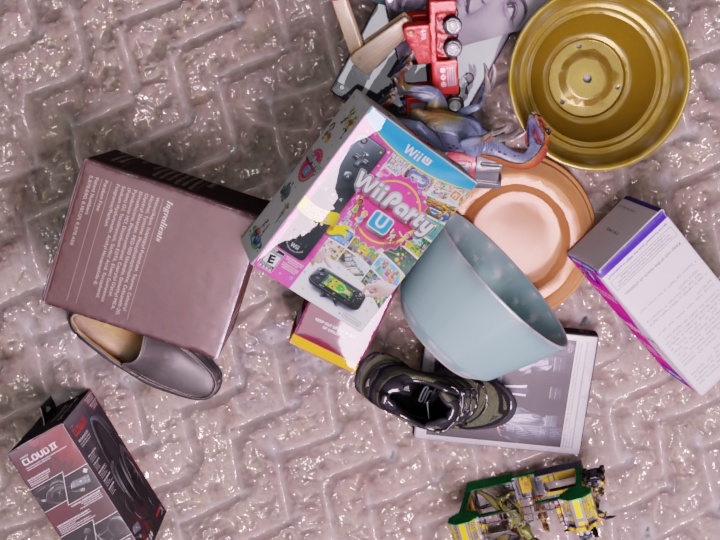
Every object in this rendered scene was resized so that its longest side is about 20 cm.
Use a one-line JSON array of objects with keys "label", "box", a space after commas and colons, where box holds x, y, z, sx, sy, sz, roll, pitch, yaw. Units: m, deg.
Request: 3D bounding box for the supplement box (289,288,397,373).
[{"label": "supplement box", "box": [0.000, 0.000, 1.366, 0.085, 0.110, 0.201, 25, 98, -5]}]

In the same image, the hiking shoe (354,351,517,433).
[{"label": "hiking shoe", "box": [0.093, 0.152, 1.336, 0.199, 0.101, 0.076, 12, 108, -23]}]

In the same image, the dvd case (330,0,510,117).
[{"label": "dvd case", "box": [0.078, -0.255, 1.369, 0.150, 0.025, 0.201, 29, 97, -5]}]

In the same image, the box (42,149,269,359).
[{"label": "box", "box": [-0.219, -0.023, 1.333, 0.199, 0.166, 0.165, 19, 98, -3]}]

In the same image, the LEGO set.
[{"label": "LEGO set", "box": [0.202, 0.307, 1.399, 0.199, 0.154, 0.116, -17, 99, 6]}]

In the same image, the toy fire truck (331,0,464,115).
[{"label": "toy fire truck", "box": [0.038, -0.249, 1.302, 0.140, 0.049, 0.201, -4, 121, 1]}]

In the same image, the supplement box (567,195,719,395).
[{"label": "supplement box", "box": [0.343, 0.027, 1.359, 0.103, 0.101, 0.200, -44, 106, 1]}]

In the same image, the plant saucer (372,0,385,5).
[{"label": "plant saucer", "box": [0.052, -0.390, 1.319, 0.199, 0.036, 0.201, 0, 98, 0]}]

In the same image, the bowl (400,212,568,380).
[{"label": "bowl", "box": [0.118, 0.039, 1.301, 0.105, 0.201, 0.201, -43, 97, 16]}]

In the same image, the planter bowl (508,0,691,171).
[{"label": "planter bowl", "box": [0.260, -0.214, 1.347, 0.199, 0.083, 0.202, 0, 99, 0]}]

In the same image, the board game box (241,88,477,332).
[{"label": "board game box", "box": [-0.002, -0.059, 1.231, 0.147, 0.064, 0.200, 32, 102, -26]}]

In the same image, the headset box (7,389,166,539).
[{"label": "headset box", "box": [-0.314, 0.237, 1.383, 0.077, 0.149, 0.201, -28, 98, 3]}]

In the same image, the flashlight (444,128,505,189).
[{"label": "flashlight", "box": [0.061, -0.133, 1.350, 0.199, 0.068, 0.068, 7, 80, 7]}]

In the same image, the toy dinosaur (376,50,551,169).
[{"label": "toy dinosaur", "box": [0.106, -0.157, 1.295, 0.181, 0.200, 0.105, 34, 58, -21]}]

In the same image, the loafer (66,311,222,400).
[{"label": "loafer", "box": [-0.254, 0.097, 1.399, 0.199, 0.072, 0.073, 27, 97, -5]}]

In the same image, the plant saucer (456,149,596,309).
[{"label": "plant saucer", "box": [0.177, -0.038, 1.399, 0.199, 0.037, 0.201, 0, 99, -1]}]

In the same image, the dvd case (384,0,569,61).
[{"label": "dvd case", "box": [0.121, -0.320, 1.310, 0.199, 0.016, 0.149, -16, 121, 0]}]

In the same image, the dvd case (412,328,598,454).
[{"label": "dvd case", "box": [0.169, 0.135, 1.418, 0.199, 0.025, 0.151, 5, 106, -2]}]
